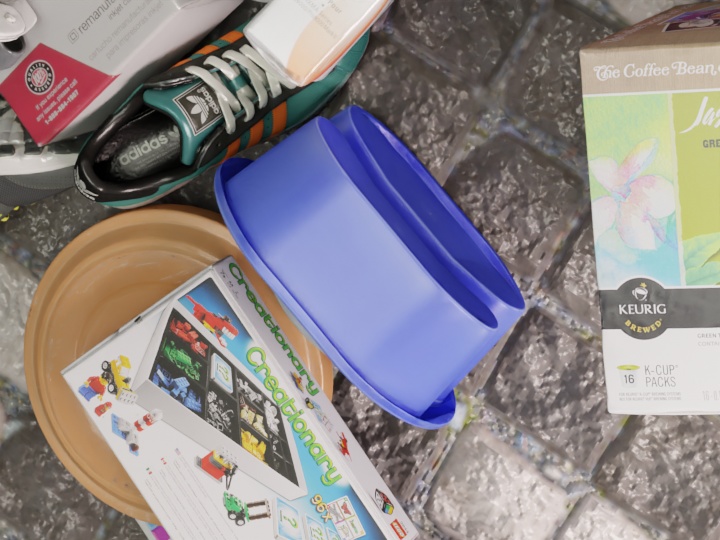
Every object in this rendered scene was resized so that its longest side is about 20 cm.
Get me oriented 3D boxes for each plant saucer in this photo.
[{"bbox_3d":[-0.115,0.060,1.757,0.200,0.032,0.201,4,102,20],"label":"plant saucer"}]

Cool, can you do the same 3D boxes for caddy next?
[{"bbox_3d":[0.000,0.000,1.680,0.105,0.141,0.200,-41,85,18],"label":"caddy"}]

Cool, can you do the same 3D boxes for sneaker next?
[{"bbox_3d":[-0.080,-0.098,1.703,0.200,0.080,0.071,-35,91,6],"label":"sneaker"},{"bbox_3d":[-0.241,-0.054,1.807,0.200,0.075,0.085,-6,125,16],"label":"sneaker"}]

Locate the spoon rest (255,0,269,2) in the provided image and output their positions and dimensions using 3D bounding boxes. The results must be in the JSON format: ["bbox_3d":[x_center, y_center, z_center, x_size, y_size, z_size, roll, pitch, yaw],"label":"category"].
[{"bbox_3d":[-0.087,-0.201,1.628,0.061,0.200,0.099,27,112,52],"label":"spoon rest"}]

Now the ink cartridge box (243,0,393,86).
[{"bbox_3d":[0.025,-0.186,1.598,0.200,0.162,0.050,-43,91,6],"label":"ink cartridge box"}]

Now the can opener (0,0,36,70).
[{"bbox_3d":[-0.259,-0.204,1.680,0.066,0.053,0.200,-40,81,36],"label":"can opener"}]

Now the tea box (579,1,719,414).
[{"bbox_3d":[0.212,-0.041,1.557,0.133,0.200,0.197,-3,101,22],"label":"tea box"}]

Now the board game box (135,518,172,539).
[{"bbox_3d":[-0.086,0.114,1.794,0.134,0.034,0.200,-35,88,24],"label":"board game box"}]

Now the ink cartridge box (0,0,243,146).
[{"bbox_3d":[-0.182,-0.197,1.717,0.148,0.086,0.200,-41,83,34],"label":"ink cartridge box"}]

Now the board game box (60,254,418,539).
[{"bbox_3d":[-0.072,0.108,1.716,0.126,0.035,0.200,-34,89,24],"label":"board game box"}]
